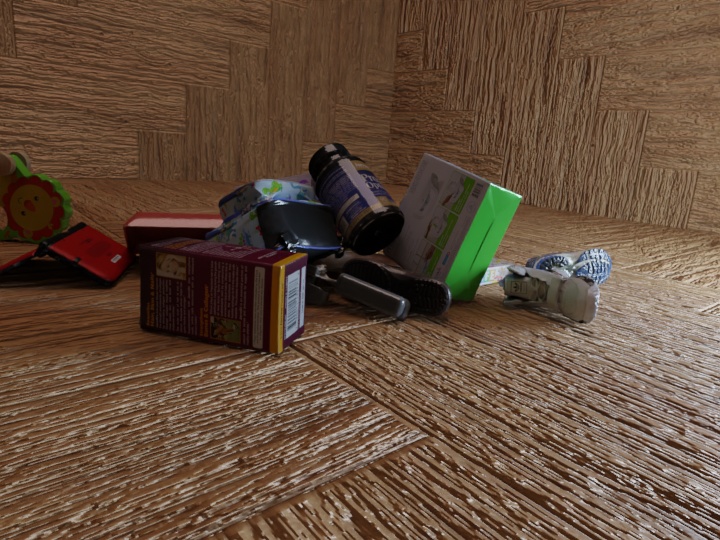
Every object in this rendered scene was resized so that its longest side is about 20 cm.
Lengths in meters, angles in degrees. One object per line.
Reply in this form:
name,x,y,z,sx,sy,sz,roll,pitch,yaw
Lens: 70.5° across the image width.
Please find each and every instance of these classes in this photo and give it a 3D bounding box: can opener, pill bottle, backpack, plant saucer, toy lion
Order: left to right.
toy lion,-0.716,-0.134,1.070,0.199,0.193,0.069,-35,10,9
plant saucer,-0.344,-0.071,0.982,0.197,0.037,0.199,0,-12,-22
backpack,-0.158,-0.061,0.859,0.198,0.149,0.182,-22,-9,34
can opener,-0.020,0.037,0.793,0.198,0.067,0.053,17,-2,24
pill bottle,-0.015,-0.134,0.927,0.111,0.112,0.201,-8,53,-41
plant saucer,0.000,0.000,0.975,0.197,0.037,0.201,5,14,-1

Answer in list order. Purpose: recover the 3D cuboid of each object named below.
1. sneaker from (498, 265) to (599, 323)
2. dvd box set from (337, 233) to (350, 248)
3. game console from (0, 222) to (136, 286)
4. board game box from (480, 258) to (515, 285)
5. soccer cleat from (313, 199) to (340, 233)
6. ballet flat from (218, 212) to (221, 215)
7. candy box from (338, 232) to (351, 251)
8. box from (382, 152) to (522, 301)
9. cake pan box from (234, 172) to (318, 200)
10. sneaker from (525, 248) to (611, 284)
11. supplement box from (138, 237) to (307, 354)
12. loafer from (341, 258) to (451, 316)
sneaker,0.303,0.038,0.841,0.113,0.076,0.200,3,8,-2
dvd box set,-0.115,-0.048,1.038,0.198,0.030,0.145,-2,11,41
game console,-0.508,-0.005,0.877,0.171,0.119,0.200,33,6,-18
board game box,0.205,-0.003,1.055,0.198,0.035,0.134,-7,18,-38
soccer cleat,-0.096,-0.109,0.981,0.197,0.087,0.070,-13,31,-12
ballet flat,-0.230,-0.071,1.088,0.069,0.072,0.199,22,5,29
candy box,-0.035,-0.104,1.176,0.198,0.118,0.057,18,-19,32
box,0.151,-0.078,0.898,0.096,0.202,0.176,10,19,-38
cake pan box,-0.141,-0.142,1.095,0.197,0.053,0.184,-6,-12,24
sneaker,0.444,-0.014,1.092,0.197,0.078,0.085,0,10,-18
supplement box,-0.175,0.026,0.653,0.197,0.112,0.086,8,13,15
loafer,0.058,0.031,0.823,0.198,0.074,0.071,18,8,28
